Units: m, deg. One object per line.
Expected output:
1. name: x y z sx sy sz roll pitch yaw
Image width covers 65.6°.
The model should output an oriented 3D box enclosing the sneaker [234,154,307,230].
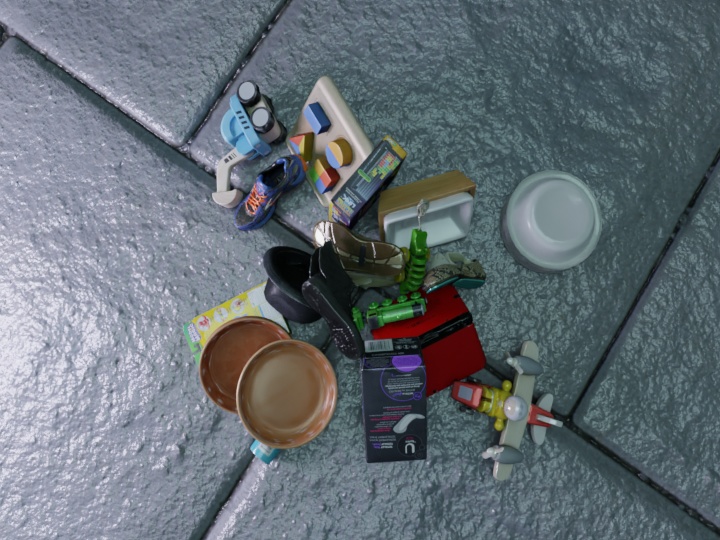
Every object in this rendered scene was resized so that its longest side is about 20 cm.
1. sneaker: -0.198 -0.166 1.151 0.075 0.078 0.201 44 102 13

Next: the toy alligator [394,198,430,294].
1. toy alligator: 0.107 -0.030 1.051 0.058 0.055 0.205 -4 124 -24

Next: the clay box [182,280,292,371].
1. clay box: -0.251 0.119 1.138 0.195 0.048 0.118 -26 84 -3

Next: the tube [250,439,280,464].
1. tube: -0.138 0.287 1.112 0.077 0.050 0.202 43 81 -30

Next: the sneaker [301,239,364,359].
1. sneaker: -0.037 0.053 1.022 0.202 0.059 0.104 55 41 -4

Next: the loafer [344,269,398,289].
1. loafer: 0.000 0.000 1.130 0.193 0.069 0.077 11 51 -6

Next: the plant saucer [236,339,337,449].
1. plant saucer: -0.141 0.235 1.073 0.193 0.037 0.208 0 89 -16

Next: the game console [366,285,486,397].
1. game console: 0.134 0.143 1.146 0.195 0.120 0.175 -25 51 -3

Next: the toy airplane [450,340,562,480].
1. toy airplane: 0.294 0.265 1.064 0.195 0.141 0.204 -27 82 -4

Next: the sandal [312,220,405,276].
1. sandal: -0.002 -0.039 1.068 0.194 0.054 0.083 17 103 16

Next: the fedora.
1. fedora: -0.119 0.043 1.105 0.199 0.200 0.093 38 115 5

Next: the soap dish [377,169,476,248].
1. soap dish: 0.127 -0.113 1.120 0.194 0.158 0.083 -16 63 -3

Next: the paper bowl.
1. paper bowl: 0.391 -0.102 1.137 0.193 0.104 0.208 0 83 1

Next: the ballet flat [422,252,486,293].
1. ballet flat: 0.177 0.001 1.102 0.067 0.196 0.077 -32 71 40

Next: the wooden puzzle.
1. wooden puzzle: -0.076 -0.252 1.128 0.046 0.200 0.188 -24 79 -40

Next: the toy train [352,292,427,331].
1. toy train: 0.039 0.088 1.104 0.194 0.057 0.043 -14 114 7

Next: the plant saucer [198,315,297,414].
1. plant saucer: -0.218 0.186 1.101 0.193 0.032 0.207 -4 107 -12

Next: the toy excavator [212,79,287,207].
1. toy excavator: -0.252 -0.261 1.180 0.197 0.100 0.198 -31 80 9

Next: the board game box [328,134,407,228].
1. board game box: 0.009 -0.160 1.099 0.056 0.200 0.166 39 85 0

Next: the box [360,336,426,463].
1. box: 0.062 0.242 1.048 0.118 0.107 0.206 -3 111 0
